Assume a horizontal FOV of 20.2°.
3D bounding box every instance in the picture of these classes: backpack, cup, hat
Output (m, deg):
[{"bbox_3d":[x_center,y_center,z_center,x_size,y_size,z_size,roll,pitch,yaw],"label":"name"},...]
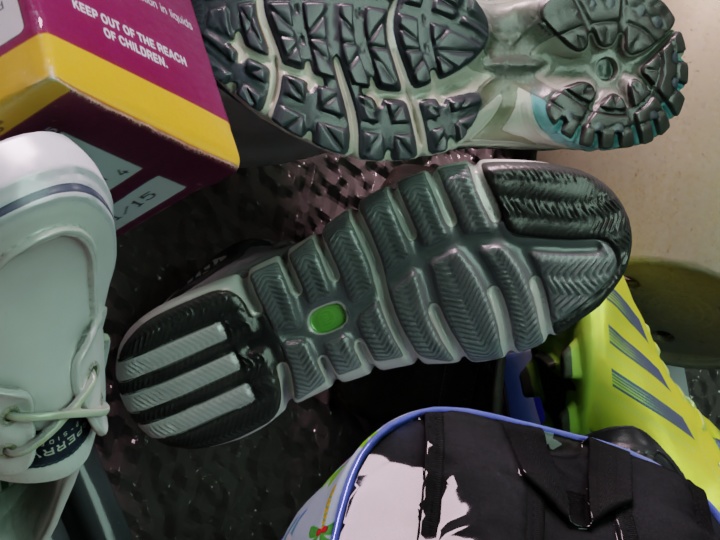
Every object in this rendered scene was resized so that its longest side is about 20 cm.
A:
[{"bbox_3d":[0.040,0.159,0.685,0.182,0.147,0.201,18,50,-15],"label":"backpack"},{"bbox_3d":[0.161,-0.039,0.954,0.200,0.200,0.144,35,58,-32],"label":"cup"},{"bbox_3d":[0.028,0.016,0.877,0.080,0.201,0.202,8,67,0],"label":"hat"}]

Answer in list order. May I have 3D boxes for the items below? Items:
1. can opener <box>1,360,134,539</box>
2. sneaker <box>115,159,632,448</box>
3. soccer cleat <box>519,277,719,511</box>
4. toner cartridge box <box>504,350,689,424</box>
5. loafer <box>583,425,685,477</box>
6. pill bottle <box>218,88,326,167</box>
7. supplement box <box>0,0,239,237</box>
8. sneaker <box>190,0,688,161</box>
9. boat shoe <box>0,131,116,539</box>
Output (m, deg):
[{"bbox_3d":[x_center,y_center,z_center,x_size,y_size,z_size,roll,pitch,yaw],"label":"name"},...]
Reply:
[{"bbox_3d":[-0.109,0.076,0.745,0.053,0.067,0.201,-21,86,-45],"label":"can opener"},{"bbox_3d":[0.000,0.000,0.784,0.199,0.116,0.076,-17,102,-2],"label":"sneaker"},{"bbox_3d":[0.126,0.072,0.904,0.083,0.065,0.202,-17,99,-14],"label":"soccer cleat"},{"bbox_3d":[0.128,0.135,0.978,0.095,0.043,0.202,-1,78,-45],"label":"toner cartridge box"},{"bbox_3d":[0.129,0.163,0.850,0.070,0.068,0.202,-94,169,-73],"label":"loafer"},{"bbox_3d":[-0.055,-0.152,0.833,0.116,0.116,0.202,8,73,-42],"label":"pill bottle"},{"bbox_3d":[-0.141,-0.100,0.677,0.103,0.130,0.201,23,45,-56],"label":"supplement box"},{"bbox_3d":[0.020,-0.073,0.756,0.199,0.086,0.078,6,85,-27],"label":"sneaker"},{"bbox_3d":[-0.104,0.034,0.642,0.073,0.200,0.067,-24,68,-24],"label":"boat shoe"}]
